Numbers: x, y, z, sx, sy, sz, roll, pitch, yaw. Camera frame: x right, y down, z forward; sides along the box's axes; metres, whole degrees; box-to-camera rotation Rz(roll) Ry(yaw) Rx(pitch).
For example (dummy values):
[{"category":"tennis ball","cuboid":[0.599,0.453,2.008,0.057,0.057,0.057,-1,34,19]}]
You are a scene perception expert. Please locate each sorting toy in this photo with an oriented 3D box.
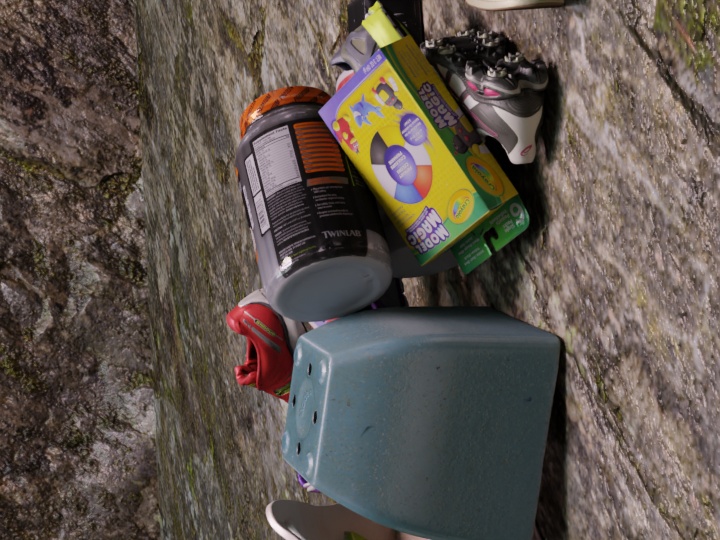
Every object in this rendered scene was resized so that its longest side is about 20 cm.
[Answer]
[{"category":"sorting toy","cuboid":[0.008,0.260,1.588,0.200,0.179,0.107,25,92,61]}]

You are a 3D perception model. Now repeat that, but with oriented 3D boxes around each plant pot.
[{"category":"plant pot","cuboid":[0.040,0.131,1.549,0.196,0.199,0.197,-155,72,-72]}]

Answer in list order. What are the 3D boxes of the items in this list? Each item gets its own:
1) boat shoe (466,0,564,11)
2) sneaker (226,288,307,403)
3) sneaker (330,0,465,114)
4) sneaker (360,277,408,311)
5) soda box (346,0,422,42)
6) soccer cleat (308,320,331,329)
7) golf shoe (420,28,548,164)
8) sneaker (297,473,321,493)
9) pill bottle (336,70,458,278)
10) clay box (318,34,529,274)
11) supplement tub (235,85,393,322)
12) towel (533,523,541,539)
[{"category":"boat shoe","cuboid":[0.122,-0.262,1.468,0.200,0.072,0.065,-122,30,-68]},{"category":"sneaker","cuboid":[-0.087,0.104,1.800,0.077,0.085,0.201,51,165,57]},{"category":"sneaker","cuboid":[0.046,-0.153,1.607,0.200,0.081,0.074,58,-162,22]},{"category":"sneaker","cuboid":[0.000,0.000,1.691,0.087,0.074,0.201,26,-142,-60]},{"category":"soda box","cuboid":[0.030,-0.187,1.803,0.071,0.063,0.201,173,92,-73]},{"category":"soccer cleat","cuboid":[0.001,-0.010,1.793,0.067,0.076,0.201,-38,21,53]},{"category":"golf shoe","cuboid":[0.106,-0.161,1.538,0.200,0.077,0.089,-125,26,-63]},{"category":"sneaker","cuboid":[-0.011,0.211,1.883,0.201,0.114,0.073,71,-172,-75]},{"category":"pill bottle","cuboid":[0.046,-0.103,1.680,0.114,0.113,0.201,123,140,-64]},{"category":"clay box","cuboid":[0.057,-0.094,1.538,0.200,0.048,0.115,57,139,6]},{"category":"supplement tub","cuboid":[-0.048,-0.064,1.603,0.123,0.122,0.201,111,150,-55]},{"category":"towel","cuboid":[0.142,0.335,1.597,0.201,0.032,0.192,105,156,-45]}]
